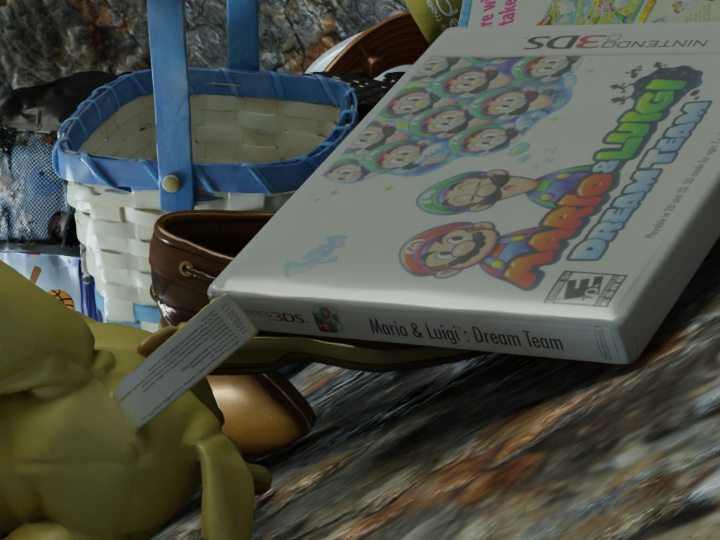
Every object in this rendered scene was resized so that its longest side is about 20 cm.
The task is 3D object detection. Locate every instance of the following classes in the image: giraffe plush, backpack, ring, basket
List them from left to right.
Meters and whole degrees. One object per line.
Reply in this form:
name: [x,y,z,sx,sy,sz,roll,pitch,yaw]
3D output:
giraffe plush: [-0.117,0.065,0.762,0.199,0.173,0.162,-23,-2,5]
backpack: [-0.155,-0.022,1.227,0.154,0.191,0.200,13,17,23]
basket: [-0.072,-0.078,0.947,0.138,0.201,0.176,0,25,10]
ring: [0.017,-0.067,1.224,0.019,0.201,0.200,30,50,34]

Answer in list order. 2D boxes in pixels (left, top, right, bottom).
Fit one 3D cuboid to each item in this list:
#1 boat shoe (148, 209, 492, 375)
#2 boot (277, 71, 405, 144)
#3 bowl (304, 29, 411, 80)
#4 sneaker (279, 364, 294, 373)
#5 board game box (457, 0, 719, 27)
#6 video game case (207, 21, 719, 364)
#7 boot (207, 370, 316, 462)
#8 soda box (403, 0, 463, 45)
boat shoe: [0.000,0.000,0.819,0.199,0.068,0.072,-4,24,20]
boot: [0.009,-0.044,1.112,0.070,0.132,0.200,16,12,27]
bowl: [0.055,-0.110,1.495,0.200,0.091,0.201,-7,-21,-3]
sneaker: [-0.084,0.046,1.158,0.200,0.077,0.080,-33,-4,-28]
board game box: [0.115,-0.132,0.908,0.134,0.034,0.200,-11,38,20]
video game case: [0.064,-0.038,0.753,0.181,0.024,0.200,4,39,36]
boot: [-0.117,0.104,0.900,0.201,0.071,0.144,-8,36,55]
soda box: [0.086,-0.131,1.096,0.064,0.200,0.068,-33,6,-27]
